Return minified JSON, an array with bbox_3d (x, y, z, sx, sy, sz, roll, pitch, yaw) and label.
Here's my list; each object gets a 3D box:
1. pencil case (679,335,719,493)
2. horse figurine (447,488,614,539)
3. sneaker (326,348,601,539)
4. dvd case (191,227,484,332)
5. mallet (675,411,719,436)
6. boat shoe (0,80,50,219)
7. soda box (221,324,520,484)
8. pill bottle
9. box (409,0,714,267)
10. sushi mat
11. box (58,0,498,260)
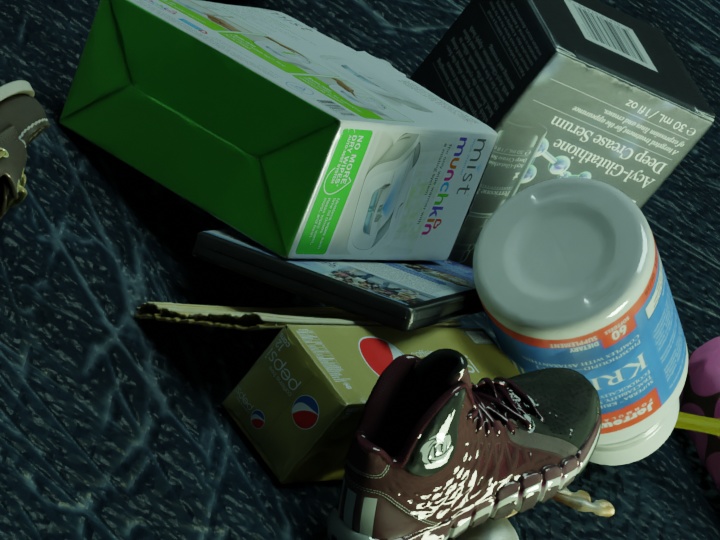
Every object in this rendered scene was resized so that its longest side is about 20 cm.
[{"bbox_3d":[0.286,0.129,1.870,0.094,0.091,0.200,21,32,-34],"label":"pencil case"},{"bbox_3d":[0.087,0.156,1.569,0.132,0.050,0.200,9,42,-19],"label":"horse figurine"},{"bbox_3d":[0.067,0.080,1.522,0.076,0.116,0.200,32,46,31],"label":"sneaker"},{"bbox_3d":[0.000,0.000,1.676,0.142,0.018,0.200,20,10,18],"label":"dvd case"},{"bbox_3d":[0.251,0.102,1.819,0.200,0.041,0.066,8,21,8],"label":"mallet"},{"bbox_3d":[-0.217,-0.047,1.488,0.060,0.072,0.200,45,28,0],"label":"boat shoe"},{"bbox_3d":[0.015,0.077,1.598,0.200,0.068,0.064,3,42,-53],"label":"soda box"},{"bbox_3d":[0.143,0.039,1.708,0.112,0.112,0.200,57,-3,35],"label":"pill bottle"},{"bbox_3d":[0.109,-0.083,1.848,0.148,0.200,0.107,19,31,-35],"label":"box"},{"bbox_3d":[-0.034,0.028,1.614,0.096,0.012,0.200,6,2,36],"label":"sushi mat"},{"bbox_3d":[-0.049,-0.091,1.700,0.200,0.097,0.176,30,16,30],"label":"box"}]
